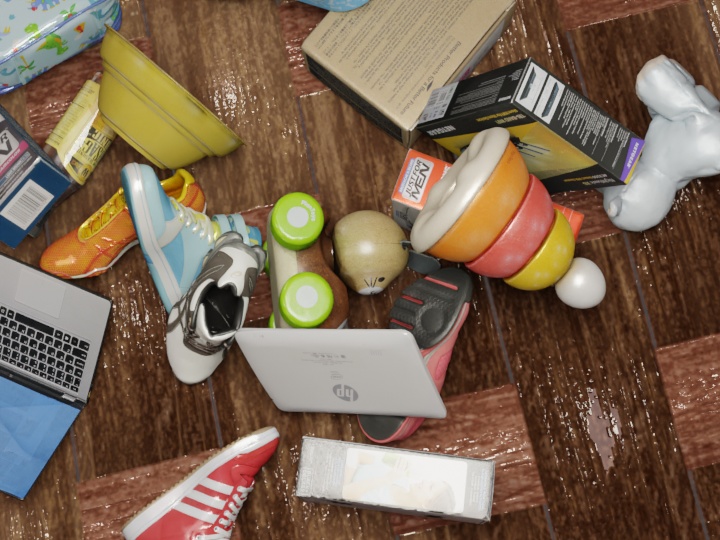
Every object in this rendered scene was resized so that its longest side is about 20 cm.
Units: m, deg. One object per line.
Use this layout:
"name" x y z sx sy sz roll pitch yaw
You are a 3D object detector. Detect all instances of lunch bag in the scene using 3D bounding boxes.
"lunch bag" -0.391 -0.317 1.241 0.199 0.083 0.161 -36 77 -15

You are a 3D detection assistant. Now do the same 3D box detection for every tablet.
"tablet" -0.020 0.104 1.061 0.197 0.131 0.014 -1 45 28

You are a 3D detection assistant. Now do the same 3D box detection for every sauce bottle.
"sauce bottle" -0.334 -0.131 1.221 0.065 0.066 0.202 30 83 9

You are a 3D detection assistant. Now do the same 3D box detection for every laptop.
"laptop" -0.393 0.102 1.141 0.184 0.116 0.203 21 107 7

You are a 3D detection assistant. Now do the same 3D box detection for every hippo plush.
"hippo plush" 0.336 -0.115 1.161 0.161 0.158 0.201 -46 61 24

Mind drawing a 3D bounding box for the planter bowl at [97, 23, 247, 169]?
"planter bowl" -0.225 -0.170 1.158 0.200 0.200 0.084 40 90 10

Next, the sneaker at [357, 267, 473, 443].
"sneaker" 0.064 0.091 1.139 0.073 0.087 0.203 26 88 29

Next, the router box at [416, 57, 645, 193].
"router box" 0.170 -0.141 1.100 0.156 0.199 0.053 29 79 -21

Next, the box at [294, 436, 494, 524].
"box" 0.037 0.219 1.099 0.196 0.117 0.061 6 75 6

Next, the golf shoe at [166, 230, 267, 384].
"golf shoe" -0.164 0.056 1.113 0.077 0.095 0.202 20 123 -8

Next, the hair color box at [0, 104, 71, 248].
"hair color box" -0.416 -0.125 1.183 0.100 0.061 0.200 -48 56 -2

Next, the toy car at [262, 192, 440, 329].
"toy car" 0.000 0.000 1.134 0.196 0.164 0.161 -5 77 -11

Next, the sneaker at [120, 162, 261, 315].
"sneaker" -0.177 -0.050 1.143 0.129 0.202 0.080 -21 47 -10

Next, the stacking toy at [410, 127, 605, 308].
"stacking toy" 0.160 -0.028 1.040 0.199 0.146 0.147 38 82 -6

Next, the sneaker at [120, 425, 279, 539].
"sneaker" -0.146 0.261 1.121 0.199 0.071 0.113 -38 74 3

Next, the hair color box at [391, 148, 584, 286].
"hair color box" 0.134 -0.056 1.153 0.197 0.111 0.065 21 80 7

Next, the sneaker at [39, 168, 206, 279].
"sneaker" -0.271 -0.057 1.187 0.198 0.078 0.073 -29 48 -8

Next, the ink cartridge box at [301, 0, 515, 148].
"ink cartridge box" 0.055 -0.271 1.222 0.164 0.075 0.201 39 82 9

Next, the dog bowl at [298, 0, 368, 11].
"dog bowl" -0.056 -0.358 1.203 0.198 0.050 0.113 23 76 25
